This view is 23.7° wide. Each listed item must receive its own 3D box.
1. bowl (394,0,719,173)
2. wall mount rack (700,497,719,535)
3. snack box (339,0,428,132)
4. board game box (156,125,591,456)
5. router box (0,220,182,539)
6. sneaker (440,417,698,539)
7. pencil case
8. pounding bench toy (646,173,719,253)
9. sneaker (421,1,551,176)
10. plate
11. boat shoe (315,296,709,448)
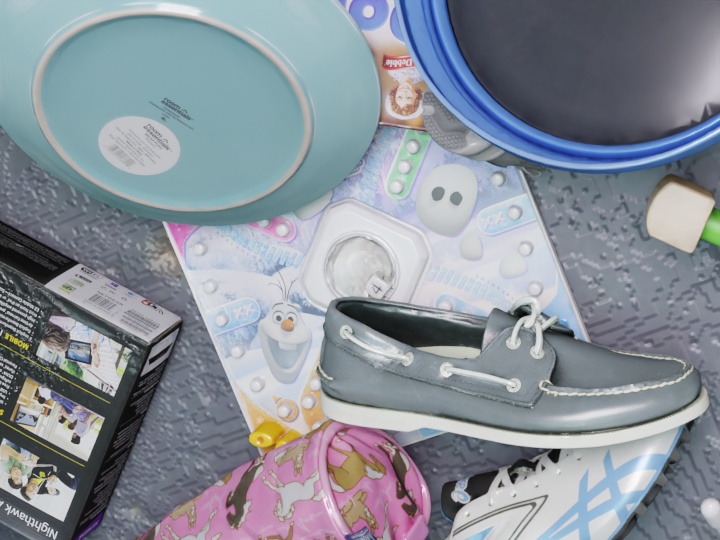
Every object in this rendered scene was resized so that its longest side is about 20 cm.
[{"bbox_3d":[0.112,-0.140,0.753,0.200,0.039,0.201,-3,83,21],"label":"bowl"},{"bbox_3d":[0.158,0.198,0.878,0.200,0.075,0.174,-24,102,15],"label":"wall mount rack"},{"bbox_3d":[-0.044,-0.119,0.878,0.200,0.024,0.072,10,94,21],"label":"snack box"},{"bbox_3d":[0.000,0.000,0.911,0.200,0.026,0.200,-20,97,20],"label":"board game box"},{"bbox_3d":[-0.219,0.049,0.973,0.200,0.051,0.149,28,111,8],"label":"router box"},{"bbox_3d":[0.089,0.122,0.890,0.200,0.072,0.072,-41,96,20],"label":"sneaker"},{"bbox_3d":[-0.057,0.155,0.921,0.200,0.083,0.087,-32,51,32],"label":"pencil case"},{"bbox_3d":[0.248,-0.030,0.778,0.200,0.124,0.156,-39,91,21],"label":"pounding bench toy"},{"bbox_3d":[0.104,-0.138,0.831,0.075,0.082,0.200,38,98,41],"label":"sneaker"},{"bbox_3d":[-0.090,-0.082,0.830,0.200,0.026,0.200,3,140,3],"label":"plate"},{"bbox_3d":[0.071,0.045,0.850,0.200,0.073,0.062,2,107,21],"label":"boat shoe"}]
